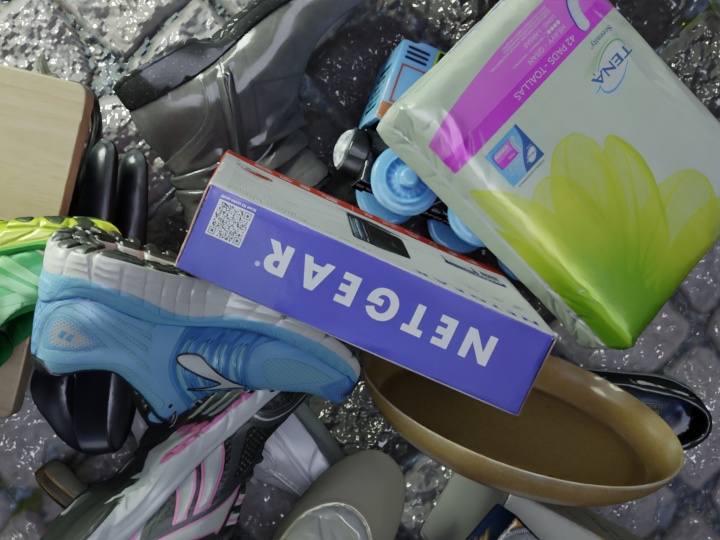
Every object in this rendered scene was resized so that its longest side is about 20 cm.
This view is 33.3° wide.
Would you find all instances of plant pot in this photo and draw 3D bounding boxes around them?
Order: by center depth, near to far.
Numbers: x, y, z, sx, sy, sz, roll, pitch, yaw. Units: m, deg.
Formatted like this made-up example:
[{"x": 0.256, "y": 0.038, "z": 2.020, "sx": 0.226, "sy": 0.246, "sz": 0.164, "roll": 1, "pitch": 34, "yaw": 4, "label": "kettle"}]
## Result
[{"x": 0.093, "y": 0.088, "z": 0.722, "sx": 0.199, "sy": 0.200, "sz": 0.028, "roll": 13, "pitch": 108, "yaw": -6, "label": "plant pot"}]

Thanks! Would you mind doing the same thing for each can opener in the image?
[{"x": -0.159, "y": 0.017, "z": 0.761, "sx": 0.078, "sy": 0.063, "sz": 0.201, "roll": -3, "pitch": 74, "yaw": 25, "label": "can opener"}]

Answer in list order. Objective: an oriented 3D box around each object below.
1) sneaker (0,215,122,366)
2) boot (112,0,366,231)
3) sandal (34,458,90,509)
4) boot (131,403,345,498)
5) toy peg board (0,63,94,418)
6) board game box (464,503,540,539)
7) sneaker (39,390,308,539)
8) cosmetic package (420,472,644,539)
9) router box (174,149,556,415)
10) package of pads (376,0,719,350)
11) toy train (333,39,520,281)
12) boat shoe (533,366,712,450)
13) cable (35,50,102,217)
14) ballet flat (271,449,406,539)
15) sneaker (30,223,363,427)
[{"x": -0.227, "y": 0.018, "z": 0.660, "sx": 0.199, "sy": 0.074, "sz": 0.084, "roll": -7, "pitch": 88, "yaw": 2, "label": "sneaker"}, {"x": -0.050, "y": -0.113, "z": 0.798, "sx": 0.199, "sy": 0.070, "sz": 0.132, "roll": -29, "pitch": 102, "yaw": 4, "label": "boot"}, {"x": -0.124, "y": 0.178, "z": 0.802, "sx": 0.200, "sy": 0.080, "sz": 0.054, "roll": 36, "pitch": 68, "yaw": -2, "label": "sandal"}, {"x": -0.084, "y": 0.115, "z": 0.804, "sx": 0.096, "sy": 0.074, "sz": 0.200, "roll": -41, "pitch": 88, "yaw": 4, "label": "boot"}, {"x": -0.274, "y": -0.035, "z": 0.745, "sx": 0.199, "sy": 0.098, "sz": 0.200, "roll": 14, "pitch": 93, "yaw": 1, "label": "toy peg board"}, {"x": 0.065, "y": 0.259, "z": 0.711, "sx": 0.135, "sy": 0.035, "sz": 0.200, "roll": 45, "pitch": 83, "yaw": -13, "label": "board game box"}, {"x": -0.103, "y": 0.138, "z": 0.739, "sx": 0.200, "sy": 0.080, "sz": 0.086, "roll": -42, "pitch": 111, "yaw": -2, "label": "sneaker"}, {"x": 0.150, "y": 0.203, "z": 0.798, "sx": 0.199, "sy": 0.104, "sz": 0.073, "roll": 30, "pitch": 91, "yaw": -14, "label": "cosmetic package"}, {"x": 0.000, "y": 0.000, "z": 0.698, "sx": 0.199, "sy": 0.180, "sz": 0.049, "roll": 24, "pitch": 99, "yaw": -8, "label": "router box"}, {"x": 0.133, "y": -0.072, "z": 0.736, "sx": 0.200, "sy": 0.068, "sz": 0.155, "roll": 46, "pitch": 73, "yaw": -6, "label": "package of pads"}, {"x": 0.084, "y": -0.068, "z": 0.797, "sx": 0.199, "sy": 0.087, "sz": 0.115, "roll": 22, "pitch": 83, "yaw": -8, "label": "toy train"}, {"x": 0.142, "y": 0.095, "z": 0.824, "sx": 0.199, "sy": 0.057, "sz": 0.069, "roll": 1, "pitch": 93, "yaw": -6, "label": "boat shoe"}, {"x": -0.198, "y": -0.046, "z": 0.798, "sx": 0.097, "sy": 0.050, "sz": 0.201, "roll": -20, "pitch": 106, "yaw": -2, "label": "cable"}, {"x": -0.040, "y": 0.197, "z": 0.733, "sx": 0.069, "sy": 0.069, "sz": 0.200, "roll": 38, "pitch": 88, "yaw": -6, "label": "ballet flat"}, {"x": -0.091, "y": 0.043, "z": 0.661, "sx": 0.199, "sy": 0.078, "sz": 0.090, "roll": 19, "pitch": 98, "yaw": -31, "label": "sneaker"}]
